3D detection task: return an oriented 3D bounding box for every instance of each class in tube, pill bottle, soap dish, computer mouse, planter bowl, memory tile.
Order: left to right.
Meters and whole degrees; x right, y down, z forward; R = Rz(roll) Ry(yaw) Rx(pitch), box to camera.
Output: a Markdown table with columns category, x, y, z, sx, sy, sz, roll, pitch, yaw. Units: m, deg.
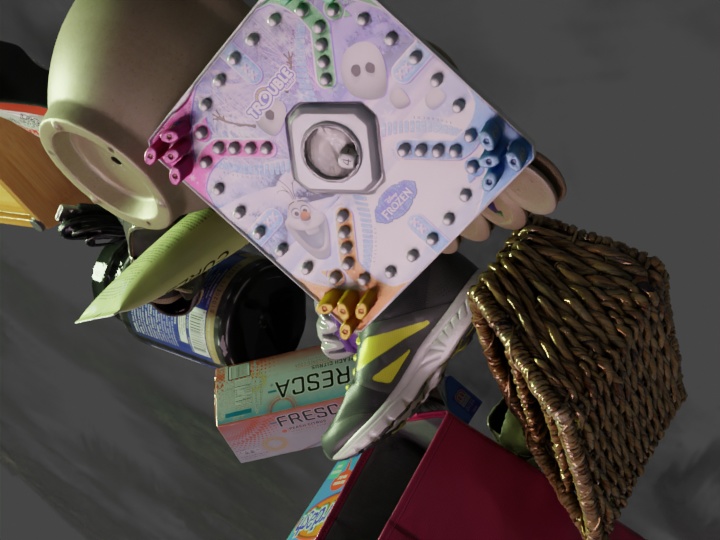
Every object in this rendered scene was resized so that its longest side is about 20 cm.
| category | x | y | z | sx | sy | sz | roll | pitch | yaw |
| --- | --- | --- | --- | --- | --- | --- | --- | --- | --- |
| soap dish | -0.364 | -0.114 | 1.563 | 0.199 | 0.081 | 0.158 | 7 | 145 | 47 |
| planter bowl | -0.153 | -0.118 | 1.194 | 0.199 | 0.135 | 0.201 | 30 | 157 | 14 |
| computer mouse | -0.162 | -0.068 | 1.368 | 0.138 | 0.053 | 0.200 | 7 | 162 | -32 |
| tube | -0.130 | -0.017 | 1.242 | 0.052 | 0.200 | 0.058 | 37 | 147 | 24 |
| pill bottle | -0.156 | 0.026 | 1.509 | 0.199 | 0.112 | 0.112 | 16 | 151 | 38 |
| memory tile | 0.049 | -0.080 | 1.125 | 0.153 | 0.017 | 0.200 | 45 | 156 | -10 |

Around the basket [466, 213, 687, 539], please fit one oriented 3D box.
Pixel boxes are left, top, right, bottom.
| category | x | y | z | sx | sy | sz | roll | pitch | yaw |
| --- | --- | --- | --- | --- | --- | --- | --- | --- | --- |
| basket | 0.136 | 0.078 | 1.159 | 0.142 | 0.149 | 0.200 | 22 | 155 | 28 |

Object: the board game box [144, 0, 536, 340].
| category | x | y | z | sx | sy | sz | roll | pitch | yaw |
| --- | --- | --- | --- | --- | --- | --- | --- | --- | --- |
| board game box | -0.020 | -0.077 | 1.065 | 0.200 | 0.026 | 0.200 | 42 | 122 | -5 |

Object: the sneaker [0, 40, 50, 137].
| category | x | y | z | sx | sy | sz | roll | pitch | yaw |
| --- | --- | --- | --- | --- | --- | --- | --- | --- | --- |
| sneaker | -0.271 | -0.131 | 1.418 | 0.200 | 0.067 | 0.108 | 18 | 150 | 30 |

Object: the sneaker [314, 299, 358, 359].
| category | x | y | z | sx | sy | sz | roll | pitch | yaw |
| --- | --- | --- | --- | --- | --- | --- | --- | --- | --- |
| sneaker | 0.000 | 0.000 | 1.299 | 0.088 | 0.081 | 0.201 | 8 | 145 | 24 |

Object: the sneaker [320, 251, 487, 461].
| category | x | y | z | sx | sy | sz | roll | pitch | yaw |
| --- | --- | --- | --- | --- | --- | --- | --- | --- | --- |
| sneaker | 0.026 | 0.061 | 1.260 | 0.085 | 0.200 | 0.074 | 42 | -165 | 12 |

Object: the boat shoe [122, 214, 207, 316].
| category | x | y | z | sx | sy | sz | roll | pitch | yaw |
| --- | --- | --- | --- | --- | --- | --- | --- | --- | --- |
| boat shoe | -0.155 | -0.008 | 1.344 | 0.074 | 0.074 | 0.200 | -5 | 165 | 2 |

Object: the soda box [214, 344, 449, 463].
| category | x | y | z | sx | sy | sz | roll | pitch | yaw |
| --- | --- | --- | --- | --- | --- | --- | --- | --- | --- |
| soda box | -0.026 | 0.108 | 1.416 | 0.198 | 0.064 | 0.069 | -13 | 141 | 11 |

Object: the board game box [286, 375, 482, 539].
| category | x | y | z | sx | sy | sz | roll | pitch | yaw |
| --- | --- | --- | --- | --- | --- | --- | --- | --- | --- |
| board game box | 0.015 | 0.195 | 1.491 | 0.045 | 0.201 | 0.152 | 39 | 156 | -12 |

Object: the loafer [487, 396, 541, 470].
| category | x | y | z | sx | sy | sz | roll | pitch | yaw |
| --- | --- | --- | --- | --- | --- | --- | --- | --- | --- |
| loafer | 0.143 | 0.129 | 1.352 | 0.067 | 0.076 | 0.200 | 46 | 162 | 5 |

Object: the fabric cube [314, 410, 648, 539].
| category | x | y | z | sx | sy | sz | roll | pitch | yaw |
| --- | --- | --- | --- | --- | --- | --- | --- | --- | --- |
| fabric cube | 0.077 | 0.250 | 1.300 | 0.199 | 0.201 | 0.196 | 33 | 166 | -10 |
